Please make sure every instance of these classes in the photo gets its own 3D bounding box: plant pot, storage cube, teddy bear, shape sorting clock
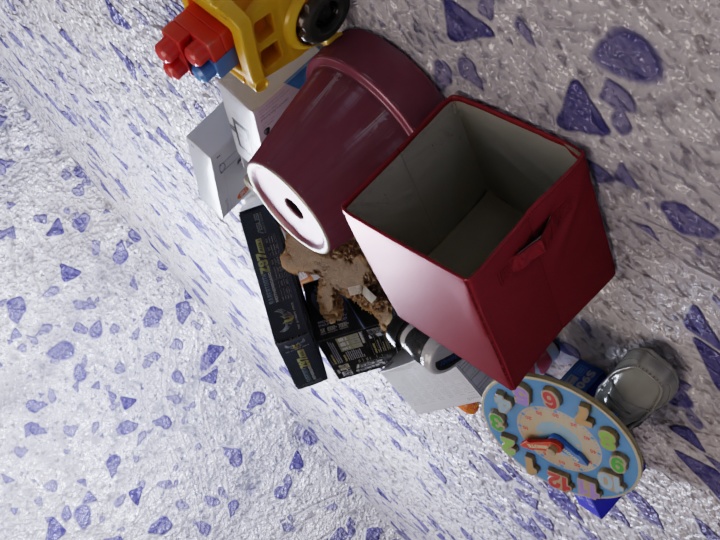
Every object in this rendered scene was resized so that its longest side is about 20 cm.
[{"bbox_3d":[-0.017,-0.125,1.134,0.200,0.179,0.201,42,163,16],"label":"plant pot"},{"bbox_3d":[0.119,-0.030,1.030,0.199,0.171,0.181,31,160,41],"label":"storage cube"},{"bbox_3d":[0.000,0.000,1.299,0.197,0.067,0.147,13,111,23],"label":"teddy bear"},{"bbox_3d":[0.225,0.192,1.204,0.198,0.039,0.201,26,149,17],"label":"shape sorting clock"}]

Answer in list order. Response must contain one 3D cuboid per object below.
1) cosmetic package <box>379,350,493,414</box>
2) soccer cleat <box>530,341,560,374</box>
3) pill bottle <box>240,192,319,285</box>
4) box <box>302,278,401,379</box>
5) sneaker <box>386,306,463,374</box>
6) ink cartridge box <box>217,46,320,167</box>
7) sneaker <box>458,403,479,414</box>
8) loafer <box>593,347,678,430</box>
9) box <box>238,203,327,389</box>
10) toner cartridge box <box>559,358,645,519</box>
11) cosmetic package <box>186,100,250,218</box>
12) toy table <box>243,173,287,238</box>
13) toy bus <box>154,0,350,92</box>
[{"bbox_3d":[0.103,0.133,1.373,0.083,0.051,0.200,50,155,-5],"label":"cosmetic package"},{"bbox_3d":[0.201,0.131,1.377,0.068,0.073,0.200,43,164,9],"label":"soccer cleat"},{"bbox_3d":[-0.112,-0.076,1.618,0.201,0.112,0.112,53,163,-19],"label":"pill bottle"},{"bbox_3d":[0.021,0.066,1.453,0.200,0.161,0.087,68,-174,-69],"label":"box"},{"bbox_3d":[0.114,0.045,1.227,0.111,0.198,0.074,36,126,36],"label":"sneaker"},{"bbox_3d":[-0.098,-0.192,1.294,0.068,0.116,0.201,41,164,19],"label":"ink cartridge box"},{"bbox_3d":[0.107,0.164,1.696,0.200,0.077,0.073,42,162,9],"label":"sneaker"},{"bbox_3d":[0.296,0.141,1.164,0.070,0.070,0.201,41,163,17],"label":"loafer"},{"bbox_3d":[-0.101,0.035,1.396,0.158,0.050,0.202,76,175,-63],"label":"box"},{"bbox_3d":[0.287,0.212,1.314,0.043,0.095,0.201,27,154,49],"label":"toner cartridge box"},{"bbox_3d":[-0.160,-0.173,1.437,0.052,0.151,0.200,42,164,12],"label":"cosmetic package"},{"bbox_3d":[-0.055,-0.098,1.411,0.183,0.117,0.201,41,164,20],"label":"toy table"},{"bbox_3d":[-0.123,-0.274,1.029,0.135,0.192,0.201,40,162,24],"label":"toy bus"}]
